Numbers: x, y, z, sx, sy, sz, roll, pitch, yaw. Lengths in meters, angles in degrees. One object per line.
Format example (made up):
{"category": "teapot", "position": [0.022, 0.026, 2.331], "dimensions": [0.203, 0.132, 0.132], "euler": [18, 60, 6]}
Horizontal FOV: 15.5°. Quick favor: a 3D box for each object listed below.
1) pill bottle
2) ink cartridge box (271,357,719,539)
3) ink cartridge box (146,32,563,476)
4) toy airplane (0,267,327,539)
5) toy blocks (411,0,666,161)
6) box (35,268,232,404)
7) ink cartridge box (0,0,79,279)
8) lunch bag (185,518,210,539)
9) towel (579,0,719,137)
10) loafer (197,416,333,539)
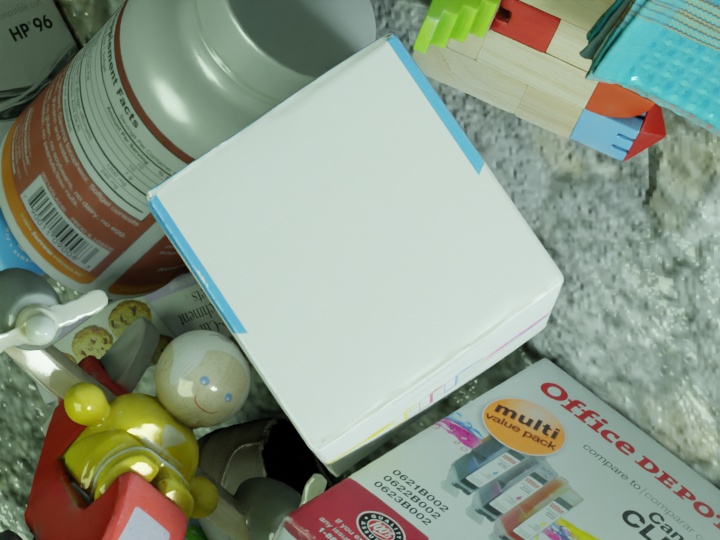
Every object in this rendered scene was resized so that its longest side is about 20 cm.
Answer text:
{"category": "pill bottle", "position": [-0.081, -0.077, 1.245], "dimensions": [0.113, 0.112, 0.200], "euler": [56, 135, 5]}
{"category": "ink cartridge box", "position": [0.058, 0.161, 1.174], "dimensions": [0.145, 0.200, 0.145], "euler": [37, 128, 21]}
{"category": "ink cartridge box", "position": [0.000, 0.000, 1.154], "dimensions": [0.129, 0.125, 0.200], "euler": [55, 177, 7]}
{"category": "toy airplane", "position": [-0.105, 0.075, 1.238], "dimensions": [0.141, 0.200, 0.200], "euler": [-41, 67, 20]}
{"category": "toy blocks", "position": [0.104, -0.112, 1.060], "dimensions": [0.136, 0.100, 0.200], "euler": [24, 150, 0]}
{"category": "box", "position": [-0.102, 0.024, 1.363], "dimensions": [0.199, 0.039, 0.042], "euler": [-19, 98, 45]}
{"category": "ink cartridge box", "position": [-0.201, -0.088, 1.342], "dimensions": [0.068, 0.116, 0.201], "euler": [-28, 91, 45]}
{"category": "lunch bag", "position": [-0.107, 0.203, 1.425], "dimensions": [0.161, 0.082, 0.200], "euler": [52, 135, 8]}
{"category": "towel", "position": [0.198, -0.075, 0.978], "dimensions": [0.199, 0.022, 0.147], "euler": [26, 142, -9]}
{"category": "loafer", "position": [-0.017, 0.159, 1.328], "dimensions": [0.201, 0.073, 0.071], "euler": [55, 135, 6]}
